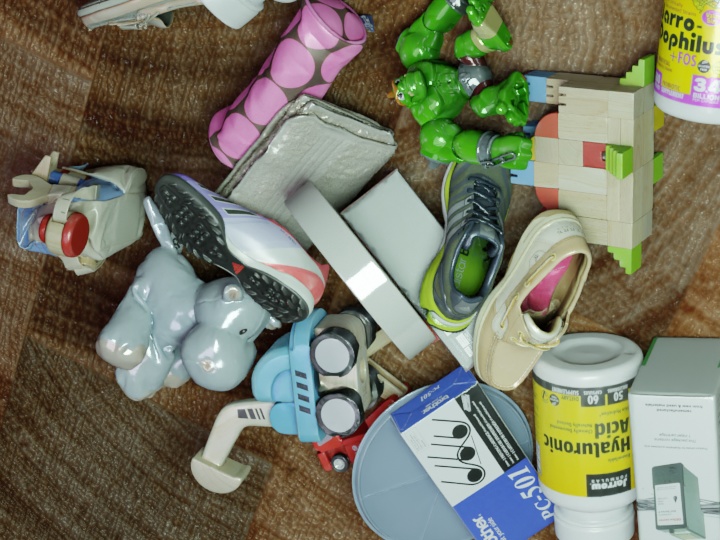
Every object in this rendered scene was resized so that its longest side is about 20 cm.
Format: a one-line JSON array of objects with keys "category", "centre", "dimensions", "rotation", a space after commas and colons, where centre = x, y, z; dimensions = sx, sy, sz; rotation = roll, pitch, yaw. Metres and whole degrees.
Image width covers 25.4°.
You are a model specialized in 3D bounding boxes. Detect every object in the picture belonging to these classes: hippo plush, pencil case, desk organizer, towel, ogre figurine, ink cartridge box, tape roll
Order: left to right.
[{"category": "hippo plush", "centre": [-0.161, 0.054, 1.686], "dimensions": [0.160, 0.159, 0.201], "rotation": [12, 74, 27]}, {"category": "pencil case", "centre": [-0.075, -0.189, 1.602], "dimensions": [0.091, 0.094, 0.200], "rotation": [18, 126, -37]}, {"category": "towel", "centre": [-0.064, -0.088, 1.622], "dimensions": [0.132, 0.035, 0.200], "rotation": [17, 128, -35]}, {"category": "tape roll", "centre": [0.000, 0.000, 1.566], "dimensions": [0.037, 0.203, 0.203], "rotation": [-39, 93, 1]}, {"category": "desk organizer", "centre": [0.070, -0.002, 1.607], "dimensions": [0.072, 0.077, 0.200], "rotation": [-38, 93, 2]}, {"category": "ogre figurine", "centre": [0.095, -0.179, 1.528], "dimensions": [0.120, 0.098, 0.201], "rotation": [-23, 92, 37]}, {"category": "ink cartridge box", "centre": [0.121, 0.200, 1.639], "dimensions": [0.094, 0.044, 0.200], "rotation": [-34, 119, 1]}, {"category": "ink cartridge box", "centre": [0.318, 0.183, 1.554], "dimensions": [0.084, 0.146, 0.201], "rotation": [0, 110, 20]}]

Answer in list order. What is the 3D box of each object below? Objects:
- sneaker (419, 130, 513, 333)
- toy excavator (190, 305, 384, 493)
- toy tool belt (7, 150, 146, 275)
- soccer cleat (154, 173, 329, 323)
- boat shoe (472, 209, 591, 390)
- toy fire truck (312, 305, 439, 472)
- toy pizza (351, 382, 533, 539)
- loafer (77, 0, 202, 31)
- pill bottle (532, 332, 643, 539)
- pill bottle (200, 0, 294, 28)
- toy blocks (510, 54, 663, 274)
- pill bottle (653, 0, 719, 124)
[{"category": "sneaker", "centre": [0.115, -0.041, 1.533], "dimensions": [0.074, 0.081, 0.201], "rotation": [14, 76, -15]}, {"category": "toy excavator", "centre": [-0.083, 0.134, 1.653], "dimensions": [0.199, 0.100, 0.195], "rotation": [0, 107, 16]}, {"category": "toy tool belt", "centre": [-0.314, -0.060, 1.681], "dimensions": [0.122, 0.200, 0.125], "rotation": [12, 105, 15]}, {"category": "soccer cleat", "centre": [-0.117, -0.034, 1.590], "dimensions": [0.200, 0.073, 0.068], "rotation": [40, 139, -9]}, {"category": "boat shoe", "centre": [0.163, 0.041, 1.518], "dimensions": [0.073, 0.069, 0.200], "rotation": [3, 123, -23]}, {"category": "toy fire truck", "centre": [0.021, 0.126, 1.703], "dimensions": [0.200, 0.049, 0.141], "rotation": [-19, 102, 26]}, {"category": "toy pizza", "centre": [0.085, 0.201, 1.672], "dimensions": [0.199, 0.032, 0.201], "rotation": [-7, 115, -15]}, {"category": "loafer", "centre": [-0.195, -0.274, 1.627], "dimensions": [0.199, 0.072, 0.063], "rotation": [-17, 110, 23]}, {"category": "pill bottle", "centre": [0.231, 0.172, 1.604], "dimensions": [0.111, 0.111, 0.201], "rotation": [2, 111, 21]}, {"category": "pill bottle", "centre": [-0.070, -0.324, 1.506], "dimensions": [0.200, 0.120, 0.120], "rotation": [-38, 93, 17]}, {"category": "toy blocks", "centre": [0.206, -0.108, 1.527], "dimensions": [0.136, 0.100, 0.201], "rotation": [9, 113, 31]}, {"category": "pill bottle", "centre": [0.320, -0.237, 1.415], "dimensions": [0.104, 0.104, 0.201], "rotation": [9, 112, 18]}]
